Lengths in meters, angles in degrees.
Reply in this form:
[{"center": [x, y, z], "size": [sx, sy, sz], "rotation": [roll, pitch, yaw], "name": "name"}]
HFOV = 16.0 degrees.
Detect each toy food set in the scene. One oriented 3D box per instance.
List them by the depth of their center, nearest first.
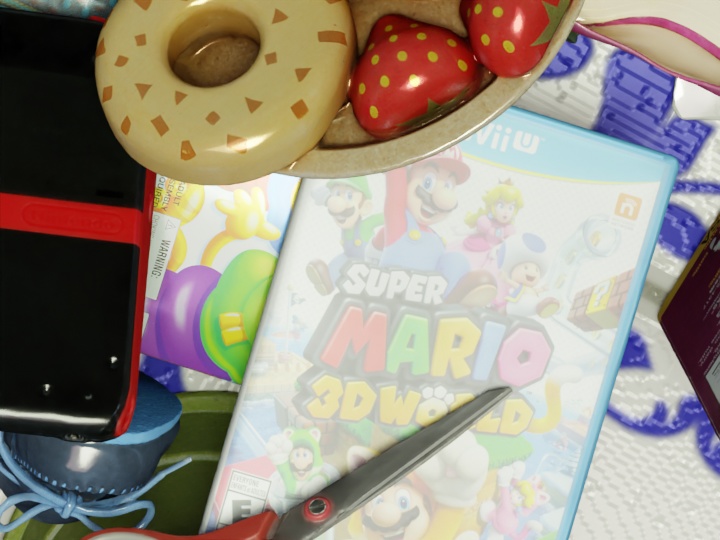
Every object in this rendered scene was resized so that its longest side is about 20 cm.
[{"center": [-0.008, -0.129, 0.969], "size": [0.199, 0.049, 0.199], "rotation": [-8, 67, 15], "name": "toy food set"}]

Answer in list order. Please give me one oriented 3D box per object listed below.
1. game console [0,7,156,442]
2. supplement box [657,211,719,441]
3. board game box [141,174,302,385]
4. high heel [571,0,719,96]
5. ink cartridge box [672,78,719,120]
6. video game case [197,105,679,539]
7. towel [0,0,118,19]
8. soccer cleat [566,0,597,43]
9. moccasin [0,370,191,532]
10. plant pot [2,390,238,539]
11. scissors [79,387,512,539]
[{"center": [-0.177, -0.026, 0.962], "size": [0.198, 0.031, 0.178], "rotation": [6, 64, -7], "name": "game console"}, {"center": [0.209, 0.031, 1.038], "size": [0.130, 0.200, 0.104], "rotation": [30, 101, -9], "name": "supplement box"}, {"center": [0.000, 0.000, 1.076], "size": [0.199, 0.103, 0.106], "rotation": [17, 102, -5], "name": "board game box"}, {"center": [0.119, -0.103, 0.992], "size": [0.199, 0.096, 0.068], "rotation": [29, 103, -3], "name": "high heel"}, {"center": [0.195, -0.153, 1.062], "size": [0.114, 0.068, 0.202], "rotation": [3, 103, 0], "name": "ink cartridge box"}, {"center": [0.031, 0.031, 1.012], "size": [0.142, 0.018, 0.201], "rotation": [16, 91, -4], "name": "video game case"}, {"center": [-0.198, -0.064, 1.033], "size": [0.146, 0.022, 0.201], "rotation": [25, 105, -13], "name": "towel"}, {"center": [0.032, -0.169, 1.065], "size": [0.199, 0.068, 0.081], "rotation": [25, 82, -6], "name": "soccer cleat"}, {"center": [-0.112, 0.073, 1.040], "size": [0.080, 0.200, 0.069], "rotation": [14, 94, -8], "name": "moccasin"}, {"center": [-0.064, 0.172, 1.071], "size": [0.198, 0.190, 0.202], "rotation": [0, 103, -2], "name": "plant pot"}, {"center": [-0.024, 0.104, 0.977], "size": [0.199, 0.073, 0.014], "rotation": [-19, 138, -5], "name": "scissors"}]
